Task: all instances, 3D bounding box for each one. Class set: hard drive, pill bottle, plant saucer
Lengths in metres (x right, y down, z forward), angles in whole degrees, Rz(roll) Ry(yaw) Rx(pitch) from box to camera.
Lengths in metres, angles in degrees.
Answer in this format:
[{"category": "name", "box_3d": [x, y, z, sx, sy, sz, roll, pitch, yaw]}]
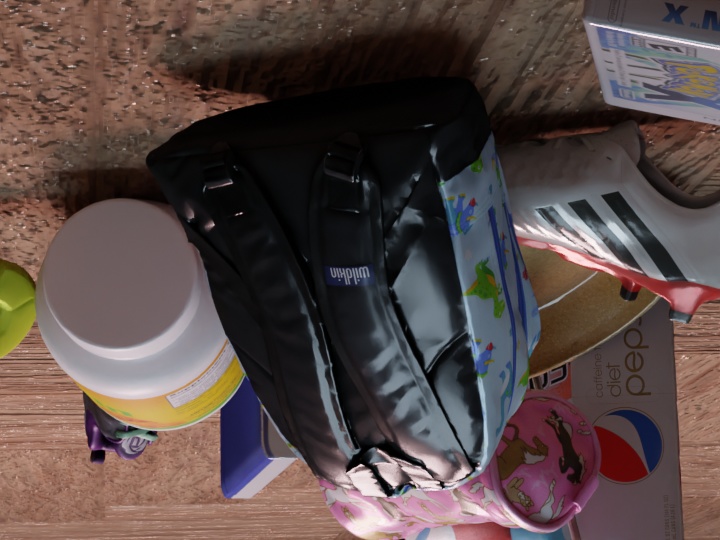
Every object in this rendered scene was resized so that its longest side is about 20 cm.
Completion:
[{"category": "hard drive", "box_3d": [-0.066, 0.068, 1.432, 0.025, 0.132, 0.200, 1, 167, -11]}, {"category": "pill bottle", "box_3d": [-0.123, 0.023, 1.268, 0.111, 0.111, 0.200, -2, 168, 2]}, {"category": "plant saucer", "box_3d": [0.086, 0.003, 1.259, 0.200, 0.035, 0.200, -16, 150, -9]}]

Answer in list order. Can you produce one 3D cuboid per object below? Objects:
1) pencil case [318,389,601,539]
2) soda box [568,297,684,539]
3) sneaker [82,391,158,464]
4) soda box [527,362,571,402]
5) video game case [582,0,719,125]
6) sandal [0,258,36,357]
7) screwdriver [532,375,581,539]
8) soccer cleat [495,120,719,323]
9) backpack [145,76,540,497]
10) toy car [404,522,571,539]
[{"category": "pencil case", "box_3d": [0.056, 0.118, 1.334, 0.086, 0.083, 0.200, 4, 170, -31]}, {"category": "soda box", "box_3d": [0.160, 0.081, 1.360, 0.064, 0.200, 0.068, -4, 168, 9]}, {"category": "sneaker", "box_3d": [-0.147, 0.090, 1.625, 0.074, 0.088, 0.200, 4, 167, -26]}, {"category": "soda box", "box_3d": [0.071, 0.064, 1.468, 0.200, 0.064, 0.068, 1, 169, -20]}, {"category": "video game case", "box_3d": [0.185, -0.075, 0.915, 0.182, 0.022, 0.200, 12, 177, 9]}, {"category": "sandal", "box_3d": [-0.278, -0.004, 1.224, 0.200, 0.080, 0.087, 22, -170, -39]}, {"category": "screwdriver", "box_3d": [0.105, 0.077, 1.349, 0.029, 0.200, 0.028, -9, 155, 4]}, {"category": "soccer cleat", "box_3d": [0.101, -0.043, 1.123, 0.200, 0.085, 0.069, 20, -164, 3]}, {"category": "backpack", "box_3d": [0.010, 0.011, 1.061, 0.163, 0.200, 0.154, -7, -164, 25]}, {"category": "toy car", "box_3d": [0.046, 0.102, 1.568, 0.184, 0.177, 0.200, 3, 161, 38]}]
